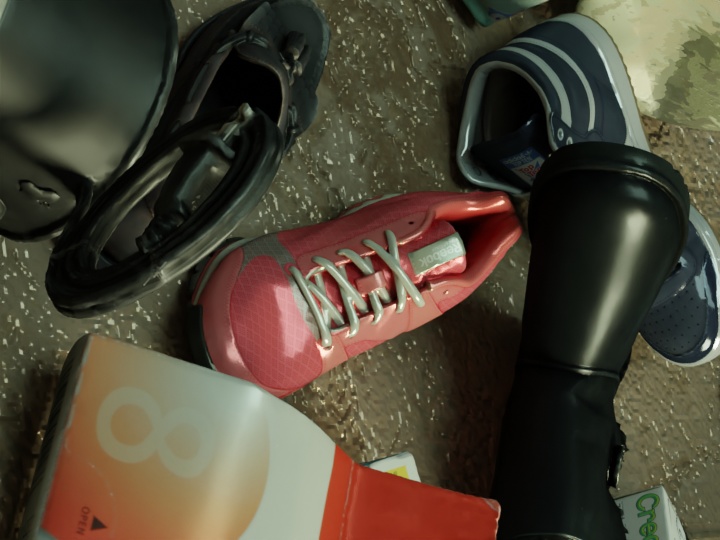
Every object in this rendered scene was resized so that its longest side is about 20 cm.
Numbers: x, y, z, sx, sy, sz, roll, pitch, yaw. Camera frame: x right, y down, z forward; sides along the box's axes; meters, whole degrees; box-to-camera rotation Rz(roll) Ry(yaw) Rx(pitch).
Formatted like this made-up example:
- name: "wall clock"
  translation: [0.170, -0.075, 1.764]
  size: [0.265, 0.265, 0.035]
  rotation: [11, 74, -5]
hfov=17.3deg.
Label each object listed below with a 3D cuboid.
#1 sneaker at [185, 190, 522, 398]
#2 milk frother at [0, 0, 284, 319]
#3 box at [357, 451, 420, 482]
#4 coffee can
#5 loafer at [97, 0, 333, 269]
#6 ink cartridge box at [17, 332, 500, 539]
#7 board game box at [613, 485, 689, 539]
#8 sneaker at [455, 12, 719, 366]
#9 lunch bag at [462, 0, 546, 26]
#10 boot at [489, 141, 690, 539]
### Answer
- name: "sneaker"
  translation: [0.000, 0.000, 1.063]
  size: [0.200, 0.087, 0.074]
  rotation: [-30, 98, -50]
- name: "milk frother"
  translation: [-0.148, -0.080, 0.837]
  size: [0.188, 0.200, 0.181]
  rotation: [30, 59, -39]
- name: "box"
  translation: [0.008, 0.186, 1.032]
  size: [0.082, 0.049, 0.200]
  rotation: [-12, 85, -49]
- name: "coffee can"
  translation: [0.207, -0.201, 1.328]
  size: [0.146, 0.146, 0.200]
  rotation: [40, 50, -33]
- name: "loafer"
  translation: [-0.056, -0.065, 1.040]
  size: [0.072, 0.063, 0.200]
  rotation: [58, 42, -17]
- name: "ink cartridge box"
  translation: [-0.038, 0.130, 0.938]
  size: [0.200, 0.050, 0.162]
  rotation: [17, 60, -11]
- name: "board game box"
  translation: [0.160, 0.218, 1.136]
  size: [0.200, 0.035, 0.126]
  rotation: [-90, 157, -49]
- name: "sneaker"
  translation: [0.118, -0.033, 1.221]
  size: [0.108, 0.070, 0.200]
  rotation: [-22, 87, -55]
- name: "lunch bag"
  translation: [0.125, -0.247, 1.231]
  size: [0.122, 0.170, 0.200]
  rotation: [49, 44, -30]
- name: "boot"
  translation: [0.104, 0.058, 1.106]
  size: [0.076, 0.200, 0.168]
  rotation: [9, 58, 1]
